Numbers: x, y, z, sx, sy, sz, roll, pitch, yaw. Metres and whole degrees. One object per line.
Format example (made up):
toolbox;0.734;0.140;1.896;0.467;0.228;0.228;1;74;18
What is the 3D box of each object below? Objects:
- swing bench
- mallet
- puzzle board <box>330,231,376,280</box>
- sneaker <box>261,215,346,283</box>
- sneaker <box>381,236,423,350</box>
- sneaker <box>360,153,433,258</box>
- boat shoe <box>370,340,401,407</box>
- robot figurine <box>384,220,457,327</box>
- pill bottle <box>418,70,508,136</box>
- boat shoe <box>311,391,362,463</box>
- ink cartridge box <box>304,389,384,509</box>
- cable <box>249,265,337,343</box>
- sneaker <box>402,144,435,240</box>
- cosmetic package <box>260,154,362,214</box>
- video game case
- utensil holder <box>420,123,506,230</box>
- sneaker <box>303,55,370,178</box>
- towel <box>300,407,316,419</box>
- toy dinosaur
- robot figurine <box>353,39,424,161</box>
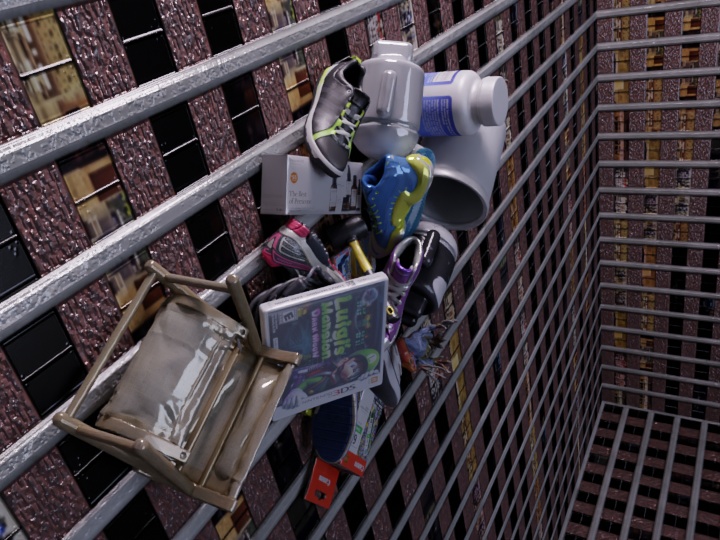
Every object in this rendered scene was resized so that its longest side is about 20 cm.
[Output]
swing bench;-0.187;0.131;0.710;0.200;0.129;0.201;-67;150;-28
mallet;0.000;0.000;0.958;0.041;0.065;0.201;78;-7;-56
puzzle board;-0.002;0.050;1.086;0.151;0.017;0.202;-37;128;-57
sneaker;-0.076;0.008;0.932;0.075;0.080;0.200;-43;133;-10
sneaker;0.046;0.036;1.016;0.114;0.072;0.202;98;12;-76
sneaker;0.032;-0.110;1.024;0.104;0.076;0.201;12;125;-24
boat shoe;0.047;0.172;1.132;0.066;0.073;0.201;-54;154;-32
robot figurine;0.104;0.001;1.180;0.125;0.149;0.201;46;56;-32
pill bottle;0.156;-0.297;1.136;0.112;0.198;0.113;-17;110;-57
boat shoe;-0.026;0.203;1.011;0.072;0.072;0.202;1;99;-72
ink cartridge box;-0.024;0.300;1.075;0.109;0.050;0.202;54;50;-56
cable;-0.077;0.093;0.898;0.163;0.051;0.200;-40;136;-7
sneaker;0.066;-0.130;1.133;0.076;0.081;0.202;9;109;-40
cosmetic package;-0.066;-0.125;0.938;0.199;0.050;0.084;-11;103;-59
video game case;-0.047;0.109;0.886;0.180;0.023;0.202;-15;128;-22
utensil holder;0.187;-0.210;1.240;0.170;0.168;0.201;53;48;-49
sneaker;-0.028;-0.230;0.910;0.071;0.082;0.202;28;53;-42
towel;-0.049;0.148;1.050;0.086;0.018;0.202;51;52;-57
toy dinosaur;0.097;0.151;1.143;0.181;0.199;0.106;14;70;-46
robot figurine;0.044;-0.267;1.038;0.170;0.112;0.202;14;81;-83
